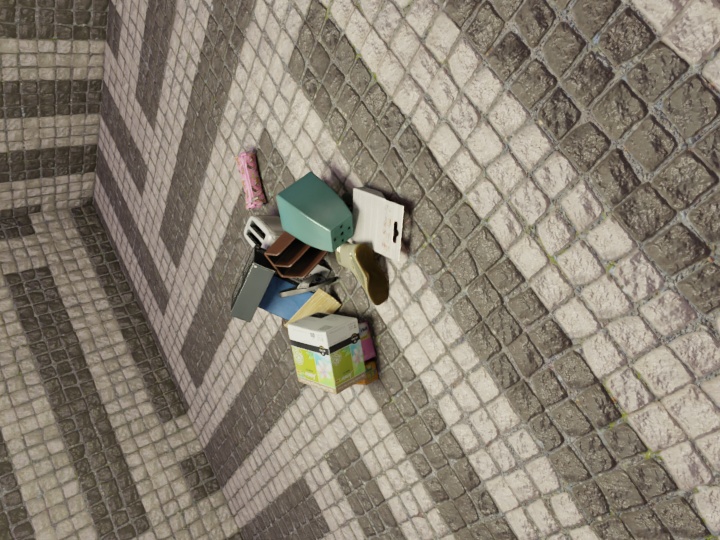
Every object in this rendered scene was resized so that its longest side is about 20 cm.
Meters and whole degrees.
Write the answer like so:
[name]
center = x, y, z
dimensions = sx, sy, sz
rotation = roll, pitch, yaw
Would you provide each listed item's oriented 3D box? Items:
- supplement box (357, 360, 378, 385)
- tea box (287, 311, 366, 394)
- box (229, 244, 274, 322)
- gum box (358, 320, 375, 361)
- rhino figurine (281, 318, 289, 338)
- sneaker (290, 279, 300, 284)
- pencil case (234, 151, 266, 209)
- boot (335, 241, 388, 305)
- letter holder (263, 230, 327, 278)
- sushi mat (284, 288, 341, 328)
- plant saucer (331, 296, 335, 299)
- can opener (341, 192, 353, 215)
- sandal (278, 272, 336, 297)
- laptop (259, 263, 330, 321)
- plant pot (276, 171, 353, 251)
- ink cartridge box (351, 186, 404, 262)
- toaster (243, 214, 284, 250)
[supplement box]
center = -0.030, 0.334, 1.741
dimensions = 0.199, 0.066, 0.070
rotation = -14, 93, 52
[tea box]
center = -0.104, 0.249, 1.635
dimensions = 0.198, 0.132, 0.200
rotation = 3, 109, 48
[box]
center = -0.350, 0.043, 1.716
dimensions = 0.202, 0.078, 0.142
rotation = -61, 18, 19
[gum box]
center = -0.048, 0.231, 1.722
dimensions = 0.198, 0.065, 0.116
rotation = -9, 98, 51
[rhino figurine]
center = -0.240, 0.156, 1.935
dimensions = 0.088, 0.059, 0.202
rotation = 51, 135, 27
[sneaker]
center = -0.212, -0.003, 1.844
dimensions = 0.089, 0.078, 0.202
rotation = 26, 119, -1
[pencil case]
center = -0.403, -0.329, 1.935
dimensions = 0.086, 0.082, 0.204
rotation = -4, 99, 51
[boot]
center = 0.000, 0.000, 1.572
dimensions = 0.154, 0.072, 0.202
rotation = 21, 140, 57
[letter holder]
center = -0.173, -0.081, 1.636
dimensions = 0.141, 0.201, 0.101
rotation = 4, 137, 49
[sushi mat]
center = -0.159, 0.148, 1.770
dimensions = 0.095, 0.012, 0.200
rotation = 38, 113, -15
[plant saucer]
center = -0.128, 0.170, 1.808
dimensions = 0.019, 0.069, 0.203
rotation = -91, 8, -61
[can opener]
center = -0.074, -0.225, 1.609
dimensions = 0.199, 0.052, 0.067
rotation = 38, 96, 34
[sandal]
center = -0.175, 0.043, 1.719
dimensions = 0.075, 0.197, 0.049
rotation = -84, -21, -81
[laptop]
center = -0.226, 0.056, 1.764
dimensions = 0.185, 0.117, 0.201
rotation = 25, 134, -9
[plant pot]
center = -0.121, -0.155, 1.538
dimensions = 0.199, 0.141, 0.143
rotation = 37, 151, 27
[ink cartridge box]
center = 0.056, -0.133, 1.480
dimensions = 0.198, 0.050, 0.164
rotation = 25, 122, 40
[toaster]
center = -0.318, -0.125, 1.855
dimensions = 0.200, 0.128, 0.115
rotation = 44, 116, 31
